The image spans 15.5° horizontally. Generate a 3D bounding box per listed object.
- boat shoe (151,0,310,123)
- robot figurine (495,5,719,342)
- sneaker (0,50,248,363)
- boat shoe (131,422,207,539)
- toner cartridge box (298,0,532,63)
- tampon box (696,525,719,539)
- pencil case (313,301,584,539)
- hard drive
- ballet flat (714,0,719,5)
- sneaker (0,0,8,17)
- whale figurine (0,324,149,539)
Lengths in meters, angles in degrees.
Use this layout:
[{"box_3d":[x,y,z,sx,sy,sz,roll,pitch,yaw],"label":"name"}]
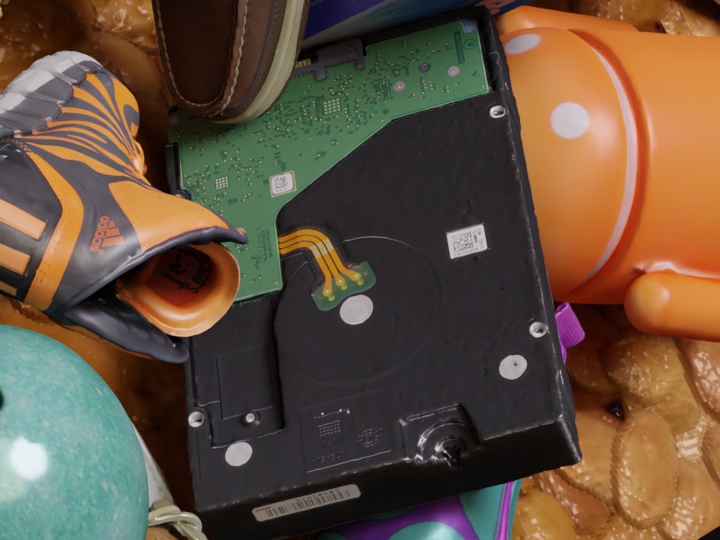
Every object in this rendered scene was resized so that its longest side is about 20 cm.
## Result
[{"box_3d":[-0.067,-0.155,0.995,0.075,0.075,0.203,-11,103,-49],"label":"boat shoe"},{"box_3d":[0.112,-0.042,1.109,0.199,0.117,0.144,1,88,-31],"label":"robot figurine"},{"box_3d":[-0.092,-0.016,0.946,0.112,0.078,0.200,27,19,5],"label":"sneaker"},{"box_3d":[-0.079,0.111,0.936,0.075,0.068,0.200,-14,71,-34],"label":"boat shoe"},{"box_3d":[0.027,-0.121,1.044,0.095,0.200,0.043,-9,85,-35],"label":"toner cartridge box"},{"box_3d":[0.204,0.197,1.026,0.199,0.126,0.150,15,57,-23],"label":"tampon box"},{"box_3d":[0.027,0.101,0.991,0.085,0.092,0.200,56,35,-47],"label":"pencil case"},{"box_3d":[0.000,0.000,0.996,0.139,0.038,0.200,-15,53,9],"label":"hard drive"},{"box_3d":[0.159,-0.166,1.241,0.200,0.069,0.070,27,53,-16],"label":"ballet flat"},{"box_3d":[-0.184,-0.077,0.930,0.090,0.075,0.200,26,92,-13],"label":"sneaker"},{"box_3d":[-0.162,0.052,0.851,0.200,0.104,0.159,30,49,5],"label":"whale figurine"}]
